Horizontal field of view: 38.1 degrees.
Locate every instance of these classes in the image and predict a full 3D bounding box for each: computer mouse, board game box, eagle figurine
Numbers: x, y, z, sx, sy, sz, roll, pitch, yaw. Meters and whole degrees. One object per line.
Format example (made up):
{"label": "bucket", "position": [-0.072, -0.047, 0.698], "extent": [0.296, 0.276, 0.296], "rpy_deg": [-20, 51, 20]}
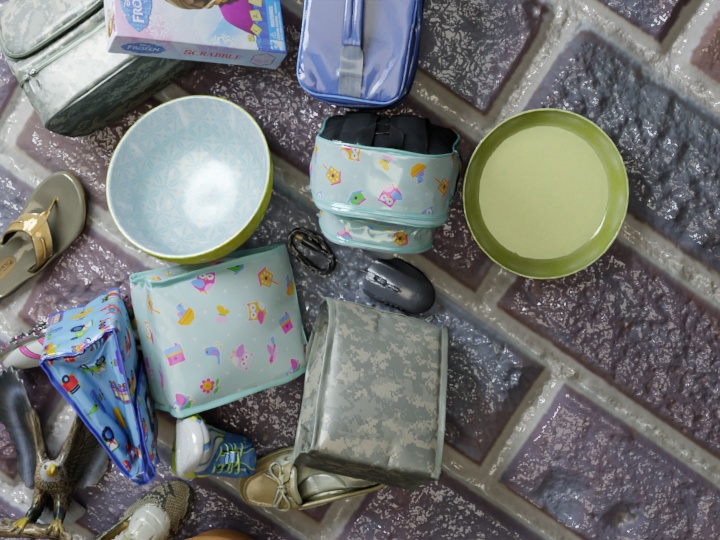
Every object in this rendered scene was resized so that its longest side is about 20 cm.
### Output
{"label": "computer mouse", "position": [0.000, 0.000, 1.277], "extent": [0.197, 0.034, 0.059], "rpy_deg": [22, 99, 1]}
{"label": "board game box", "position": [-0.188, -0.332, 1.160], "extent": [0.197, 0.041, 0.204], "rpy_deg": [-1, 74, -28]}
{"label": "eagle figurine", "position": [-0.381, 0.233, 1.295], "extent": [0.149, 0.151, 0.204], "rpy_deg": [-10, 68, 39]}

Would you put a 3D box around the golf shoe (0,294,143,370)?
{"label": "golf shoe", "position": [-0.350, 0.098, 1.292], "extent": [0.197, 0.073, 0.094], "rpy_deg": [-16, 98, 5]}

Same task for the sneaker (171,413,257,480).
{"label": "sneaker", "position": [-0.170, 0.211, 1.247], "extent": [0.103, 0.200, 0.077], "rpy_deg": [2, 79, -13]}

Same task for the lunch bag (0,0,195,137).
{"label": "lunch bag", "position": [-0.318, -0.273, 1.213], "extent": [0.198, 0.139, 0.169], "rpy_deg": [-31, 84, 8]}

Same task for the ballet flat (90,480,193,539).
{"label": "ballet flat", "position": [-0.296, 0.345, 1.320], "extent": [0.199, 0.075, 0.068], "rpy_deg": [-37, 93, 7]}

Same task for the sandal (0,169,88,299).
{"label": "sandal", "position": [-0.412, -0.036, 1.287], "extent": [0.200, 0.054, 0.080], "rpy_deg": [-44, 93, 8]}

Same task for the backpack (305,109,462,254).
{"label": "backpack", "position": [0.025, -0.101, 1.178], "extent": [0.173, 0.200, 0.156], "rpy_deg": [10, 98, 1]}

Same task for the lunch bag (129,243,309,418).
{"label": "lunch bag", "position": [-0.161, 0.066, 1.250], "extent": [0.197, 0.121, 0.173], "rpy_deg": [-15, 97, -28]}

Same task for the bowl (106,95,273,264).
{"label": "bowl", "position": [-0.187, -0.091, 1.228], "extent": [0.196, 0.108, 0.204], "rpy_deg": [-3, 70, 9]}

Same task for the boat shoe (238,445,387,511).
{"label": "boat shoe", "position": [-0.058, 0.261, 1.300], "extent": [0.197, 0.063, 0.075], "rpy_deg": [-6, 97, 4]}

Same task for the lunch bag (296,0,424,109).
{"label": "lunch bag", "position": [0.004, -0.287, 1.189], "extent": [0.133, 0.132, 0.204], "rpy_deg": [7, 98, 2]}

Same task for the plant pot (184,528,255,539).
{"label": "plant pot", "position": [-0.179, 0.410, 1.289], "extent": [0.196, 0.140, 0.204], "rpy_deg": [1, 98, 4]}

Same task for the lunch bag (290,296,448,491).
{"label": "lunch bag", "position": [0.015, 0.141, 1.239], "extent": [0.161, 0.118, 0.203], "rpy_deg": [14, 68, -13]}

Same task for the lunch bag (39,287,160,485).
{"label": "lunch bag", "position": [-0.283, 0.146, 1.205], "extent": [0.093, 0.151, 0.203], "rpy_deg": [-22, 110, -5]}

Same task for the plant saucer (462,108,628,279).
{"label": "plant saucer", "position": [0.220, -0.092, 1.253], "extent": [0.196, 0.031, 0.204], "rpy_deg": [0, 98, 3]}
